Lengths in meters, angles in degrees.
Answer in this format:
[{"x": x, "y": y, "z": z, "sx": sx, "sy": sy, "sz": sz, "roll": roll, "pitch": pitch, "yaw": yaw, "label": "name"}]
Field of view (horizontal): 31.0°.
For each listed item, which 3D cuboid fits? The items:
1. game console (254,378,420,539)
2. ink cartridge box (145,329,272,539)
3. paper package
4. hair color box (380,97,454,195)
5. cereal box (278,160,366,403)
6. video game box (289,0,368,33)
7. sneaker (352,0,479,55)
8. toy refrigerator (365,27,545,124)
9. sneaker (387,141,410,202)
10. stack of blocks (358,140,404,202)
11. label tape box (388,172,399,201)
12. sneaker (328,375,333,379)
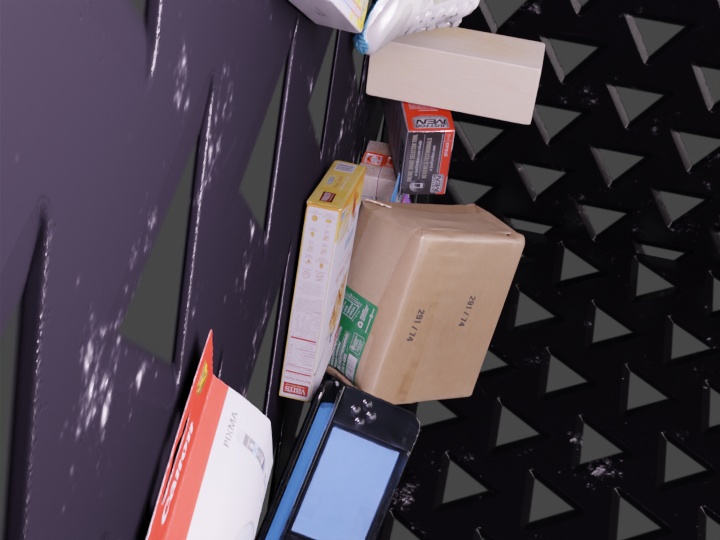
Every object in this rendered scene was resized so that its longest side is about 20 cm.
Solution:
[{"x": -0.024, "y": 0.221, "z": 1.287, "sx": 0.116, "sy": 0.174, "sz": 0.203, "roll": 19, "pitch": -95, "yaw": 65, "label": "game console"}, {"x": -0.096, "y": 0.156, "z": 0.853, "sx": 0.201, "sy": 0.046, "sz": 0.162, "roll": 97, "pitch": 6, "yaw": -60, "label": "ink cartridge box"}, {"x": 0.063, "y": 0.033, "z": 1.429, "sx": 0.189, "sy": 0.103, "sz": 0.203, "roll": 1, "pitch": 114, "yaw": -46, "label": "paper package"}, {"x": 0.068, "y": -0.197, "z": 1.603, "sx": 0.102, "sy": 0.060, "sz": 0.202, "roll": 97, "pitch": -10, "yaw": -45, "label": "hair color box"}, {"x": -0.036, "y": 0.009, "z": 1.274, "sx": 0.144, "sy": 0.039, "sz": 0.203, "roll": -66, "pitch": 166, "yaw": -67, "label": "cereal box"}, {"x": -0.011, "y": -0.273, "z": 0.920, "sx": 0.200, "sy": 0.046, "sz": 0.185, "roll": -32, "pitch": 130, "yaw": -83, "label": "video game box"}, {"x": 0.072, "y": -0.278, "z": 1.313, "sx": 0.200, "sy": 0.081, "sz": 0.076, "roll": -45, "pitch": -175, "yaw": -22, "label": "sneaker"}, {"x": 0.111, "y": -0.237, "z": 1.519, "sx": 0.070, "sy": 0.197, "sz": 0.077, "roll": -72, "pitch": 171, "yaw": -50, "label": "toy refrigerator"}, {"x": 0.047, "y": -0.086, "z": 1.803, "sx": 0.081, "sy": 0.082, "sz": 0.204, "roll": -8, "pitch": 108, "yaw": -85, "label": "sneaker"}, {"x": 0.017, "y": -0.048, "z": 1.667, "sx": 0.116, "sy": 0.058, "sz": 0.202, "roll": -72, "pitch": 171, "yaw": -54, "label": "stack of blocks"}, {"x": 0.000, "y": 0.000, "z": 1.540, "sx": 0.145, "sy": 0.062, "sz": 0.203, "roll": -71, "pitch": 166, "yaw": -60, "label": "label tape box"}, {"x": 0.014, "y": 0.186, "z": 1.733, "sx": 0.201, "sy": 0.128, "sz": 0.080, "roll": -73, "pitch": 171, "yaw": -53, "label": "sneaker"}]
